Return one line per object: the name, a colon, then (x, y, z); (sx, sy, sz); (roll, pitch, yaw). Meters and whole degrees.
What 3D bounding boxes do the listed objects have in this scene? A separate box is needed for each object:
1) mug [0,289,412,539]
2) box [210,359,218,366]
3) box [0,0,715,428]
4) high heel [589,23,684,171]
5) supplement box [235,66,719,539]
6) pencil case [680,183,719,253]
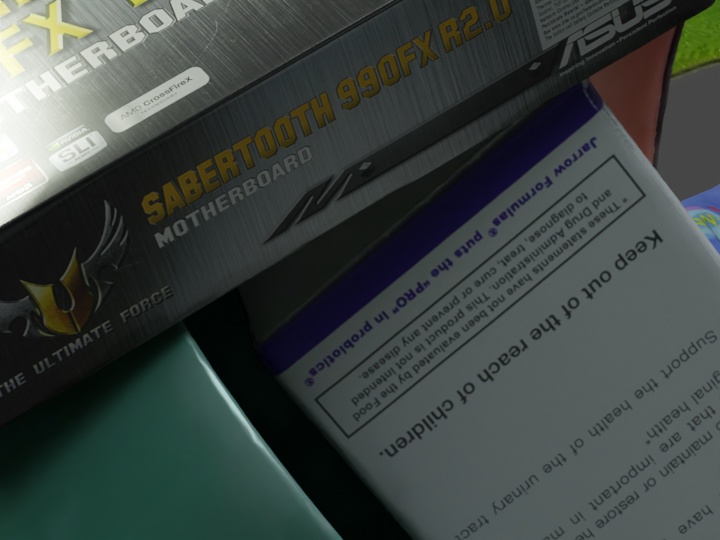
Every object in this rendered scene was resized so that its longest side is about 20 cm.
mug: (-0.042, 0.087, 0.671); (0.185, 0.114, 0.152); (48, 6, -37)
box: (0.000, 0.000, 0.810); (0.199, 0.040, 0.138); (28, 49, -33)
box: (-0.043, -0.065, 0.642); (0.199, 0.049, 0.158); (-30, 42, -12)
high heel: (0.083, -0.030, 0.772); (0.071, 0.142, 0.201); (-33, 93, -50)
supplement box: (0.064, 0.043, 0.701); (0.200, 0.103, 0.101); (49, 4, -19)
pencil case: (0.149, 0.005, 0.989); (0.086, 0.079, 0.200); (18, 24, 32)
